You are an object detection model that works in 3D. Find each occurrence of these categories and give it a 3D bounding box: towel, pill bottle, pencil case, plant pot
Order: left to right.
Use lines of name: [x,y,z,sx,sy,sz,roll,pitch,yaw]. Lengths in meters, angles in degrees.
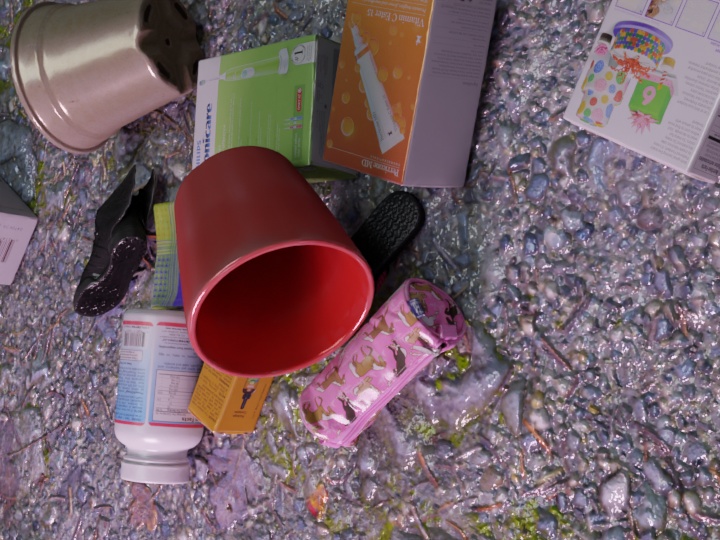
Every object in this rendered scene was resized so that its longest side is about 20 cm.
plant pot: [-0.308,-0.267,1.559,0.182,0.200,0.203,-11,76,28]
pill bottle: [-0.238,0.150,1.471,0.108,0.108,0.203,1,84,41]
towel: [-0.193,-0.022,1.514,0.198,0.023,0.146,-1,83,42]
plant pot: [-0.105,-0.018,1.269,0.201,0.199,0.178,-49,46,25]
pencil case: [0.019,0.098,1.269,0.083,0.087,0.200,44,117,0]

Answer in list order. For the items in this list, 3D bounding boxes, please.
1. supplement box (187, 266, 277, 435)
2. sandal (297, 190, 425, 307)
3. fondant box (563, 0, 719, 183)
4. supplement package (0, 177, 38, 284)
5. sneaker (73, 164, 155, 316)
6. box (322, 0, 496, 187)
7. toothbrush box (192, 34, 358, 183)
supplement box: [-0.130,0.087,1.413,0.068,0.066,0.202,28,101,40]
sandal: [0.000,0.000,1.332,0.200,0.045,0.075,-45,61,10]
fondant box: [0.286,-0.199,1.089,0.144,0.058,0.202,32,104,40]
supplement package: [-0.586,-0.084,1.812,0.200,0.116,0.118,40,110,37]
sneaker: [-0.324,-0.036,1.611,0.200,0.059,0.105,-49,41,34]
box: [0.049,-0.197,1.254,0.124,0.097,0.203,20,106,43]
toothbrush box: [-0.097,-0.176,1.409,0.198,0.086,0.148,-3,82,41]
